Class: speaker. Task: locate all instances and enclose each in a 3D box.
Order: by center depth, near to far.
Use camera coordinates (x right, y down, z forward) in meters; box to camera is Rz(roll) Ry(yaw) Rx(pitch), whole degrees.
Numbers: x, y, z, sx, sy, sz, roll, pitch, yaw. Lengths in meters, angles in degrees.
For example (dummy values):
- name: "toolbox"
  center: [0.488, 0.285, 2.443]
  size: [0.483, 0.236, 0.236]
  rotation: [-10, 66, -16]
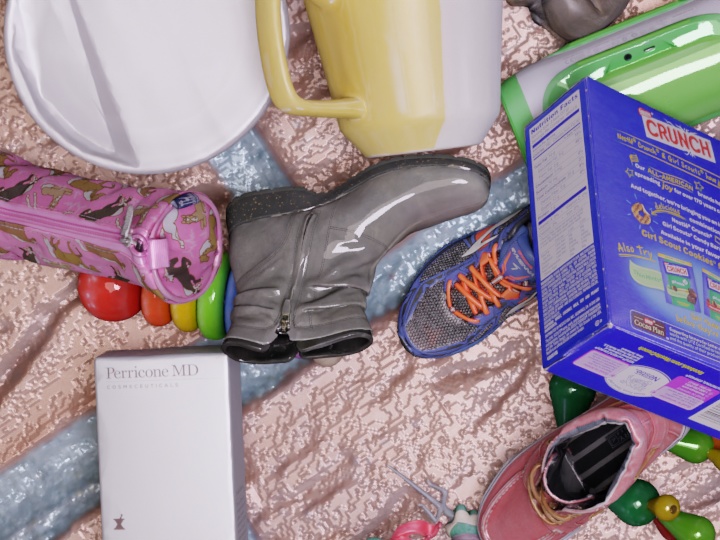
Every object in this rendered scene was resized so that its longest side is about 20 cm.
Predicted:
- name: "speaker"
  center: [0.202, -0.134, 1.692]
  size: [0.200, 0.088, 0.089]
  rotation: [-21, 92, 4]

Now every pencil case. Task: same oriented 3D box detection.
- name: "pencil case"
  center: [-0.193, -0.032, 1.680]
  size: [0.200, 0.087, 0.083]
  rotation: [13, 52, 34]

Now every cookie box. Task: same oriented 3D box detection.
- name: "cookie box"
  center: [0.200, -0.007, 1.606]
  size: [0.171, 0.075, 0.200]
  rotation: [22, 50, -31]

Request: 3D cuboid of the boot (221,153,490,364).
- name: "boot"
  center: [0.000, 0.000, 1.644]
  size: [0.200, 0.068, 0.131]
  rotation: [-12, 57, 11]

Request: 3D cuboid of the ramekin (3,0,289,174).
- name: "ramekin"
  center: [-0.149, -0.169, 1.705]
  size: [0.202, 0.094, 0.203]
  rotation: [0, 93, 3]

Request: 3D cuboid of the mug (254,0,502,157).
- name: "mug"
  center: [0.017, -0.157, 1.665]
  size: [0.186, 0.149, 0.153]
  rotation: [-8, 93, -7]

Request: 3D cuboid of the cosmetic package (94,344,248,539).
- name: "cosmetic package"
  center: [-0.136, 0.158, 1.735]
  size: [0.101, 0.071, 0.200]
  rotation: [-3, 93, 4]

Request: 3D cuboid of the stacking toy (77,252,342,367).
- name: "stacking toy"
  center: [-0.107, 0.017, 1.729]
  size: [0.200, 0.085, 0.086]
  rotation: [6, 94, 10]

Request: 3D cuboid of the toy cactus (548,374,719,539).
- name: "toy cactus"
  center: [0.176, 0.122, 1.717]
  size: [0.165, 0.102, 0.200]
  rotation: [-31, 94, 23]

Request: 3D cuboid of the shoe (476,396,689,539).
- name: "shoe"
  center: [0.138, 0.146, 1.647]
  size: [0.200, 0.091, 0.072]
  rotation: [-41, 80, 32]

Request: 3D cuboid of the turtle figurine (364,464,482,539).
- name: "turtle figurine"
  center: [0.044, 0.251, 1.721]
  size: [0.150, 0.101, 0.200]
  rotation: [-37, 96, 5]

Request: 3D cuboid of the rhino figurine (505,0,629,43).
- name: "rhino figurine"
  center: [0.191, -0.246, 1.698]
  size: [0.200, 0.060, 0.087]
  rotation: [-45, 103, 3]

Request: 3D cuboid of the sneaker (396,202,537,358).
- name: "sneaker"
  center: [0.108, -0.007, 1.707]
  size: [0.200, 0.078, 0.075]
  rotation: [-39, 90, 4]
